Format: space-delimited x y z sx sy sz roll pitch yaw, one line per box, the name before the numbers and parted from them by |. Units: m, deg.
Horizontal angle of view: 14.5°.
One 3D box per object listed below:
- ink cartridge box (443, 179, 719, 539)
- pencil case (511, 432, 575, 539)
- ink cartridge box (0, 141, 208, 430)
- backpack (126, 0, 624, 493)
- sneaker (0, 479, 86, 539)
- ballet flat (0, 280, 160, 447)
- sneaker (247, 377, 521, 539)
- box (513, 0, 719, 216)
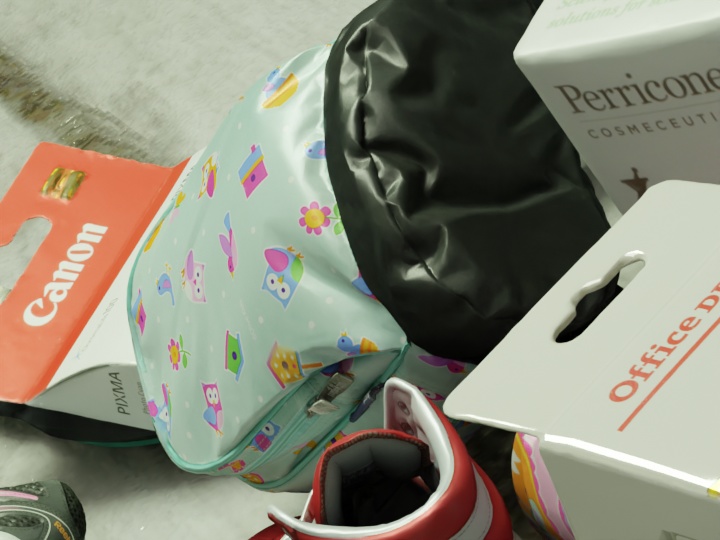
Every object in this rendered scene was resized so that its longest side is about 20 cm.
ink cartridge box | 0.133 0.046 0.758 0.200 0.068 0.116 16 49 44
pencil case | 0.128 0.075 0.881 0.087 0.087 0.200 -44 27 -14
ink cartridge box | -0.088 -0.005 1.235 0.200 0.047 0.160 11 47 19
backpack | 0.000 0.000 1.047 0.200 0.126 0.167 -48 42 50
sneaker | -0.195 0.134 1.221 0.200 0.080 0.086 -6 26 34
ballet flat | -0.139 0.038 1.297 0.200 0.073 0.073 4 47 53
sneaker | -0.005 0.091 0.988 0.071 0.113 0.200 -48 28 -23
box | 0.204 -0.089 0.960 0.199 0.171 0.200 -8 37 46
